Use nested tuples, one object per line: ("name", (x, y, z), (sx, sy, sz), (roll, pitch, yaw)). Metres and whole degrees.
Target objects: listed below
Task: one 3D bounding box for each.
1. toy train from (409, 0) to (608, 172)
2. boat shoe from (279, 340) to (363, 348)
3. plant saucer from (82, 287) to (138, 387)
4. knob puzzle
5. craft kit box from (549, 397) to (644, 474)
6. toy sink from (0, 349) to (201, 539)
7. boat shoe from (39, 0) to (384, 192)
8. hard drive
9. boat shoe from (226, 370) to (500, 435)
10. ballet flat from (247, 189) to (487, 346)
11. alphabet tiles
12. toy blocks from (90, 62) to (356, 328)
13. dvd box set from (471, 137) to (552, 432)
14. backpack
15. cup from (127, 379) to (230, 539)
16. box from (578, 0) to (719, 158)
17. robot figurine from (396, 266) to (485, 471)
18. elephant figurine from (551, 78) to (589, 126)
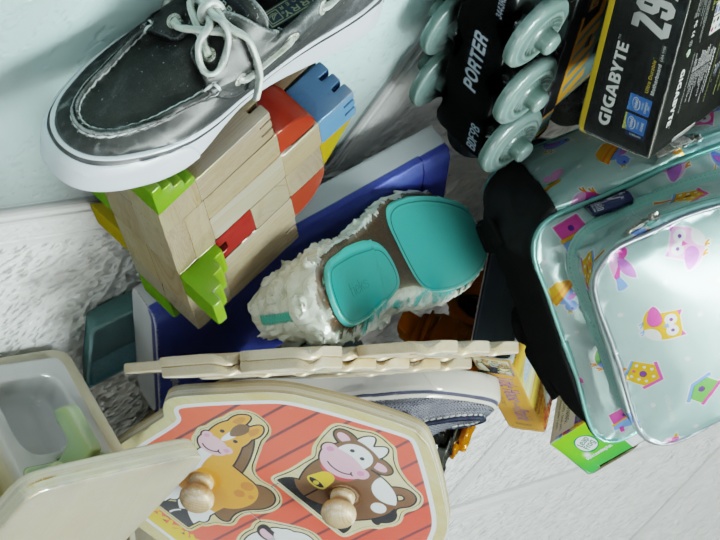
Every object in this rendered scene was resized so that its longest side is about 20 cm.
("toy train", (0.093, -0.136, 1.311), (0.114, 0.085, 0.200), (-38, 160, -22))
("boat shoe", (-0.014, 0.093, 1.630), (0.073, 0.062, 0.200), (-32, 158, -11))
("plant saucer", (-0.078, 0.005, 1.419), (0.199, 0.019, 0.070), (-26, 156, -23))
("knob puzzle", (-0.038, 0.132, 1.361), (0.220, 0.219, 0.031), (121, -11, -45))
("craft kit box", (0.216, 0.011, 1.573), (0.048, 0.201, 0.197), (38, 131, -24))
("toy sink", (-0.206, 0.120, 1.334), (0.130, 0.112, 0.200), (-10, 151, -48))
("boat shoe", (-0.065, -0.109, 1.131), (0.199, 0.074, 0.068), (-29, 156, -22))
("hard drive", (-0.040, 0.001, 1.410), (0.199, 0.025, 0.132), (-30, 157, -18))
("boat shoe", (-0.003, 0.113, 1.469), (0.199, 0.093, 0.075), (-2, 166, -22))
("ballet flat", (0.000, 0.000, 1.343), (0.072, 0.072, 0.200), (-48, 166, 27))
("alphabet tiles", (-0.021, 0.051, 1.326), (0.195, 0.015, 0.200), (-5, 175, 27))
("toy blocks", (-0.061, -0.059, 1.238), (0.137, 0.100, 0.200), (-44, 161, -13))
("dvd box set", (0.110, 0.012, 1.569), (0.200, 0.029, 0.147), (59, 41, -70))
("backpack", (0.191, -0.011, 1.376), (0.199, 0.153, 0.176), (-29, 121, -12))
("cup", (-0.087, 0.164, 1.534), (0.200, 0.201, 0.143), (-21, 180, -33))
("box", (0.190, -0.176, 1.275), (0.160, 0.049, 0.201), (-37, 145, -51))
("robot figurine", (0.061, 0.056, 1.630), (0.200, 0.058, 0.145), (93, 21, -61))
("elephant figurine", (0.180, -0.104, 1.473), (0.199, 0.156, 0.141), (0, -177, -41))
